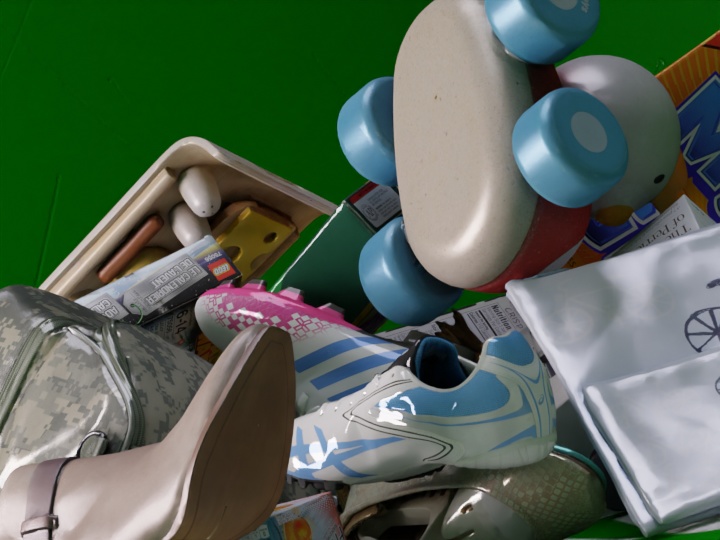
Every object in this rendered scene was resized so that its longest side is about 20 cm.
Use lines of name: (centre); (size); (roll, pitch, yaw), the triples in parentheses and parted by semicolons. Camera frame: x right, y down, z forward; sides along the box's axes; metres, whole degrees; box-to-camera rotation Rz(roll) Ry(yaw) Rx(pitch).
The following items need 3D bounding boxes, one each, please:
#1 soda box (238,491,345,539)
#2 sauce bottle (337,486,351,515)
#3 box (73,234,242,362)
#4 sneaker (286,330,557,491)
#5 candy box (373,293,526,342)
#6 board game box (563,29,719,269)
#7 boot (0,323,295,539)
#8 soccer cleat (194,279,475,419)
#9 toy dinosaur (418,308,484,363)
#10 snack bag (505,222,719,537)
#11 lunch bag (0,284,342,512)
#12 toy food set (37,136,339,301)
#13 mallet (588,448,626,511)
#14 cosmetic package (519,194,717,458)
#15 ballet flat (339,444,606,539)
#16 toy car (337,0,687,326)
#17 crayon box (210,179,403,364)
soda box: (-0.101, 0.171, 1.416); (0.199, 0.064, 0.068); (-17, -1, 30)
sauce bottle: (0.038, 0.129, 1.713); (0.066, 0.066, 0.200); (-16, -1, -29)
box: (-0.149, 0.076, 1.708); (0.136, 0.040, 0.201); (-28, -28, -26)
sneaker: (0.023, 0.073, 1.393); (0.072, 0.073, 0.199); (-5, -6, -44)
candy box: (0.026, 0.102, 1.873); (0.199, 0.061, 0.137); (-15, -37, -24)
board game box: (0.225, -0.023, 1.728); (0.199, 0.200, 0.200); (-35, -3, 6)
boot: (-0.118, 0.116, 1.353); (0.146, 0.201, 0.070); (8, -13, 40)
soccer cleat: (-0.020, 0.066, 1.560); (0.199, 0.087, 0.070); (16, -17, 27)
toy dinosaur: (0.085, 0.083, 1.666); (0.199, 0.061, 0.106); (22, 18, -39)
snack bag: (0.196, 0.041, 1.420); (0.187, 0.021, 0.200); (-17, 44, -10)
lunch bag: (-0.124, 0.110, 1.543); (0.167, 0.140, 0.200); (27, -1, 44)
toy food set: (-0.111, 0.011, 1.749); (0.200, 0.061, 0.143); (-45, -39, 19)
mallet: (0.075, 0.137, 1.506); (0.199, 0.041, 0.066); (-21, 1, 6)
cosmetic package: (0.133, 0.052, 1.549); (0.200, 0.051, 0.083); (-41, 34, 16)
ballet flat: (0.056, 0.133, 1.435); (0.200, 0.067, 0.063); (-11, 39, 57)
toy car: (0.122, -0.064, 1.557); (0.199, 0.178, 0.184); (10, -32, -33)
crayon box: (0.000, 0.000, 1.707); (0.173, 0.058, 0.200); (-48, -5, 31)
